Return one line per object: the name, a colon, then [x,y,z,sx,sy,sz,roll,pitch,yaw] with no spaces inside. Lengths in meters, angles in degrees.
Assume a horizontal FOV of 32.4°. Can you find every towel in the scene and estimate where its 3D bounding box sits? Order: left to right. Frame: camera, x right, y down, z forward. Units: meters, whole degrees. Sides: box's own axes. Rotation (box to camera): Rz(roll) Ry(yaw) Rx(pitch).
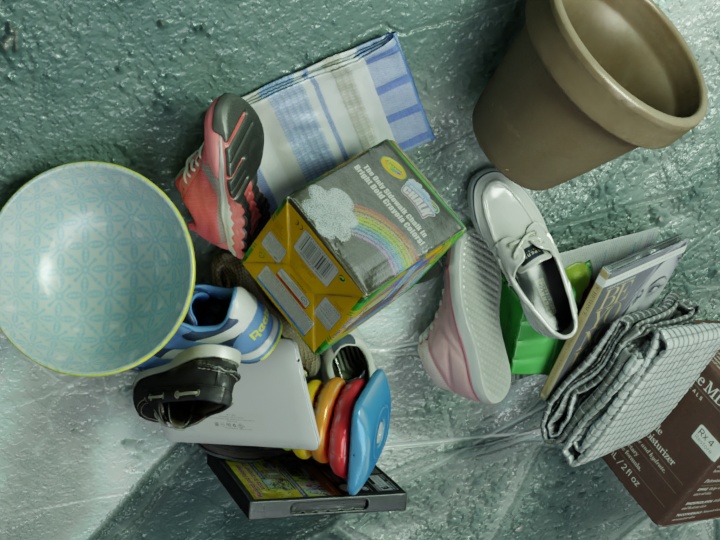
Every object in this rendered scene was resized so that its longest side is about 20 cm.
towel: [-0.034,-0.140,1.227,0.199,0.024,0.147,-24,133,0]
towel: [0.310,0.120,1.426,0.165,0.086,0.201,-8,135,-47]

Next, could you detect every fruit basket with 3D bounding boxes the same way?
fruit basket: [0.246,0.038,1.450,0.199,0.094,0.186,-19,135,-26]

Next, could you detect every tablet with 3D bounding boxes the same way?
tablet: [-0.142,0.130,1.319,0.199,0.014,0.131,-1,113,27]

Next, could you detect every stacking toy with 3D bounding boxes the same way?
stacking toy: [-0.072,0.159,1.357,0.199,0.110,0.117,9,114,13]

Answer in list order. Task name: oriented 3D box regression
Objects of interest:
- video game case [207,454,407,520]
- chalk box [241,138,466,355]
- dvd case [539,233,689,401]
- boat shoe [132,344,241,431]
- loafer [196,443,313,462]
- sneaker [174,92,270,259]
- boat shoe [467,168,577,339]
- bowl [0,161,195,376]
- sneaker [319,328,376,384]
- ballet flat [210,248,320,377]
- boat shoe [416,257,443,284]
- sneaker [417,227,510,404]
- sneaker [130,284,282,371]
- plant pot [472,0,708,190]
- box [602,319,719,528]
video game case: [-0.066,0.237,1.419,0.180,0.200,0.026,1,99,-20]
chalk box: [0.007,-0.033,1.220,0.200,0.125,0.124,-32,169,-40]
dvd case: [0.289,0.055,1.413,0.148,0.016,0.201,-20,141,-38]
boat shoe: [-0.181,0.131,1.263,0.074,0.061,0.200,18,152,-31]
loafer: [-0.089,0.178,1.422,0.199,0.072,0.063,5,143,-9]
sneaker: [-0.142,-0.088,1.183,0.086,0.074,0.201,16,142,13]
boat shoe: [0.176,-0.016,1.319,0.072,0.066,0.201,-23,98,-4]
bowl: [-0.249,0.003,1.194,0.199,0.201,0.108,-23,175,0]
sneaker: [-0.011,0.130,1.426,0.073,0.071,0.201,-24,132,1]
ballet flat: [-0.105,0.057,1.331,0.067,0.046,0.200,4,140,35]
boat shoe: [0.000,0.002,1.333,0.200,0.063,0.074,-2,126,-20]
sneaker: [0.105,0.050,1.402,0.075,0.104,0.201,-21,108,-41]
sneaker: [-0.181,0.052,1.267,0.199,0.074,0.082,-9,142,22]
plant pot: [0.204,-0.171,1.199,0.199,0.201,0.175,17,139,-31]
box: [0.424,0.188,1.548,0.164,0.166,0.201,3,128,-41]
